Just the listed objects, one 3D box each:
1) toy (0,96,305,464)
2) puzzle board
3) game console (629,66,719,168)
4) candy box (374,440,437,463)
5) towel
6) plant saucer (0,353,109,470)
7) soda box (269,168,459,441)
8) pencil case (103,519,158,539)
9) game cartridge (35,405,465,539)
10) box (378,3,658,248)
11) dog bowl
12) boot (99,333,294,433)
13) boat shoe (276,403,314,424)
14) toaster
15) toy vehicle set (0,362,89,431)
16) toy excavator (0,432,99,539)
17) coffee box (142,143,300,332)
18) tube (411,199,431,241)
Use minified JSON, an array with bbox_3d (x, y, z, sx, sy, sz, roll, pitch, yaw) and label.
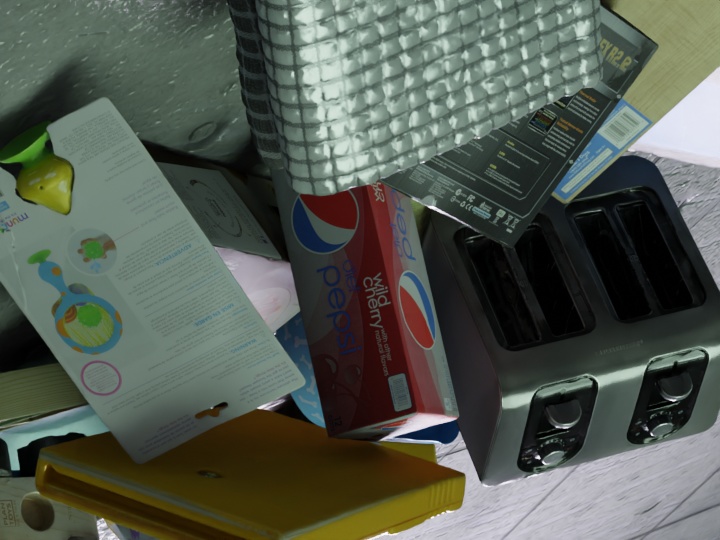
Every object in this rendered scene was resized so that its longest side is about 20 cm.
[{"bbox_3d":[-0.128,0.001,1.317,0.115,0.200,0.047,-26,-154,19],"label":"toy"},{"bbox_3d":[0.146,-0.145,1.514,0.151,0.017,0.200,33,118,-28],"label":"puzzle board"},{"bbox_3d":[0.160,-0.084,1.644,0.176,0.116,0.200,-42,161,-6],"label":"game console"},{"bbox_3d":[-0.057,0.143,1.659,0.199,0.026,0.102,5,148,-17],"label":"candy box"},{"bbox_3d":[0.026,-0.150,1.244,0.200,0.086,0.166,-26,130,-21],"label":"towel"},{"bbox_3d":[-0.193,0.091,1.571,0.200,0.039,0.201,-18,159,-7],"label":"plant saucer"},{"bbox_3d":[0.000,0.000,1.455,0.063,0.201,0.070,-17,168,23],"label":"soda box"},{"bbox_3d":[-0.104,0.161,1.498,0.083,0.200,0.091,25,91,-25],"label":"pencil case"},{"bbox_3d":[-0.061,0.125,1.408,0.200,0.176,0.033,-7,109,-57],"label":"game cartridge"},{"bbox_3d":[0.070,-0.113,1.415,0.200,0.048,0.159,23,105,-52],"label":"box"},{"bbox_3d":[0.006,0.065,1.654,0.049,0.112,0.200,-17,161,25],"label":"dog bowl"},{"bbox_3d":[-0.098,0.108,1.719,0.200,0.064,0.186,-28,160,15],"label":"boot"},{"bbox_3d":[-0.040,0.118,1.767,0.066,0.072,0.201,25,163,-24],"label":"boat shoe"},{"bbox_3d":[0.140,0.026,1.633,0.180,0.200,0.119,-12,149,-16],"label":"toaster"},{"bbox_3d":[-0.258,0.090,1.396,0.200,0.027,0.124,-18,174,41],"label":"toy vehicle set"},{"bbox_3d":[-0.285,0.185,1.547,0.194,0.100,0.200,2,156,-42],"label":"toy excavator"},{"bbox_3d":[-0.111,-0.004,1.454,0.114,0.080,0.200,-40,160,15],"label":"coffee box"},{"bbox_3d":[0.022,-0.048,1.616,0.058,0.052,0.200,-46,164,-19],"label":"tube"}]
